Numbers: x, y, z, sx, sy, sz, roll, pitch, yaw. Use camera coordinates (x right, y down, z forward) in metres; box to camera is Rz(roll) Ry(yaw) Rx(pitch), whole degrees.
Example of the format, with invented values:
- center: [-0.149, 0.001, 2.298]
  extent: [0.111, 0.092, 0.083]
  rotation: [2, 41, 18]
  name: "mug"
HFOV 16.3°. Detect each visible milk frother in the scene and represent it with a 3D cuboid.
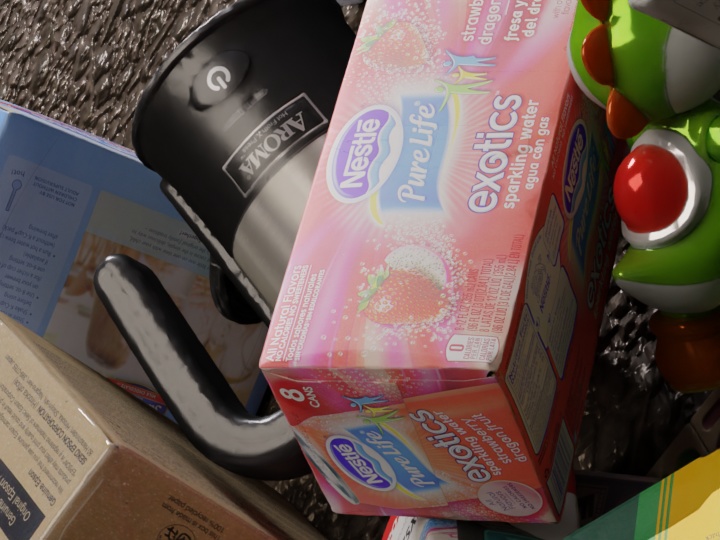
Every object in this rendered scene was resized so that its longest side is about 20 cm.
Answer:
- center: [0.000, 0.000, 1.160]
  extent: [0.181, 0.200, 0.188]
  rotation: [-49, 64, 22]
  name: "milk frother"

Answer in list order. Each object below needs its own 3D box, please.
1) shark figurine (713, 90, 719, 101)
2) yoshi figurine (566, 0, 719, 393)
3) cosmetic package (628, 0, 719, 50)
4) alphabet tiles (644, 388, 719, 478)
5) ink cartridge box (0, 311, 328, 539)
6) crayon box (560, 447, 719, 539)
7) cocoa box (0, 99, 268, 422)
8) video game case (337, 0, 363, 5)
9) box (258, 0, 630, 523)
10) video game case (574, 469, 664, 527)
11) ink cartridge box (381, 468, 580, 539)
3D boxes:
- center: [0.142, -0.130, 1.026]
  extent: [0.128, 0.089, 0.215]
  rotation: [-35, 58, 37]
  name: "shark figurine"
- center: [0.137, -0.059, 0.947]
  extent: [0.112, 0.201, 0.112]
  rotation: [-17, 19, 8]
  name: "yoshi figurine"
- center: [0.187, -0.161, 0.897]
  extent: [0.123, 0.200, 0.200]
  rotation: [-40, 43, 33]
  name: "cosmetic package"
- center: [0.178, 0.085, 0.952]
  extent: [0.200, 0.006, 0.167]
  rotation: [-54, 35, 22]
  name: "alphabet tiles"
- center: [-0.090, 0.118, 1.140]
  extent: [0.075, 0.200, 0.165]
  rotation: [-54, 33, 0]
  name: "ink cartridge box"
- center: [0.172, 0.107, 0.860]
  extent: [0.200, 0.058, 0.119]
  rotation: [-35, 55, 28]
  name: "crayon box"
- center: [-0.146, -0.001, 1.293]
  extent: [0.131, 0.200, 0.134]
  rotation: [23, 91, 57]
  name: "cocoa box"
- center: [-0.025, -0.261, 1.322]
  extent: [0.018, 0.143, 0.201]
  rotation: [-5, 66, 24]
  name: "video game case"
- center: [0.040, -0.013, 0.964]
  extent: [0.094, 0.103, 0.200]
  rotation: [1, 53, 20]
  name: "box"
- center: [0.114, 0.181, 0.969]
  extent: [0.182, 0.023, 0.201]
  rotation: [0, 75, 56]
  name: "video game case"
- center: [0.040, 0.147, 0.982]
  extent: [0.200, 0.067, 0.116]
  rotation: [-89, 16, -58]
  name: "ink cartridge box"
